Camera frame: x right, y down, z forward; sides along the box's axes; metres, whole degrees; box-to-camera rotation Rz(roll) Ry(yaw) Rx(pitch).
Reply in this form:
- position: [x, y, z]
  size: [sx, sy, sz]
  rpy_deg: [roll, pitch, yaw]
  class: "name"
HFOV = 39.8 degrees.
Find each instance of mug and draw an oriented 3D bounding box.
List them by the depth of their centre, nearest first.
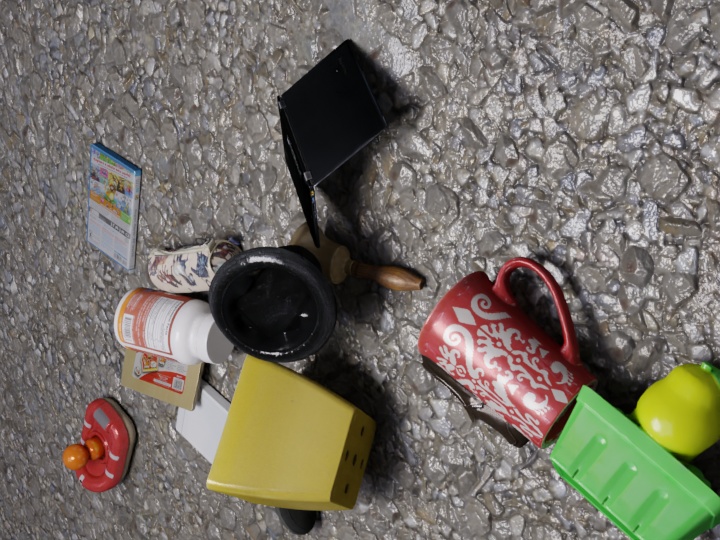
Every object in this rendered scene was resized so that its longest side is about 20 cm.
- position: [0.189, 0.099, 1.222]
  size: [0.200, 0.132, 0.179]
  rpy_deg: [42, 136, 25]
  class: "mug"

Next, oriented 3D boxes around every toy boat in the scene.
- position: [-0.544, 0.365, 2.018]
  size: [0.130, 0.130, 0.202]
  rpy_deg: [40, 127, 28]
  class: "toy boat"

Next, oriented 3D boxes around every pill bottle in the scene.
- position: [-0.317, 0.099, 1.713]
  size: [0.197, 0.112, 0.114]
  rpy_deg: [11, 111, 28]
  class: "pill bottle"

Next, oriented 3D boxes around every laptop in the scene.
- position: [-0.041, -0.176, 1.397]
  size: [0.202, 0.114, 0.189]
  rpy_deg: [87, 167, -51]
  class: "laptop"

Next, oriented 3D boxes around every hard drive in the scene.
- position: [-0.257, 0.290, 1.791]
  size: [0.199, 0.026, 0.134]
  rpy_deg: [34, 124, 31]
  class: "hard drive"

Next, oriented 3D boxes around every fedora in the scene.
- position: [-0.113, 0.032, 1.394]
  size: [0.197, 0.092, 0.203]
  rpy_deg: [10, 126, 14]
  class: "fedora"

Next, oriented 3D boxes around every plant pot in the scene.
- position: [-0.087, 0.259, 1.474]
  size: [0.174, 0.200, 0.203]
  rpy_deg: [13, 75, 19]
  class: "plant pot"

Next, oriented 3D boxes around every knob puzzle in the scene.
- position: [-0.347, 0.132, 1.808]
  size: [0.216, 0.030, 0.224]
  rpy_deg: [-1, 87, 30]
  class: "knob puzzle"

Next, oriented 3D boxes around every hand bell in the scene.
- position: [0.000, 0.000, 1.425]
  size: [0.197, 0.104, 0.106]
  rpy_deg: [14, 113, 28]
  class: "hand bell"

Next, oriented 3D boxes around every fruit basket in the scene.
- position: [0.340, 0.198, 1.135]
  size: [0.212, 0.156, 0.219]
  rpy_deg: [-6, 67, 15]
  class: "fruit basket"

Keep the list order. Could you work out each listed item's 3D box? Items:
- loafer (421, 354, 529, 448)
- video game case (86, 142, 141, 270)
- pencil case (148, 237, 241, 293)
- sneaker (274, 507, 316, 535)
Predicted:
- position: [0.152, 0.168, 1.323]
  size: [0.199, 0.072, 0.072]
  rpy_deg: [38, 124, 29]
  class: "loafer"
- position: [-0.465, -0.120, 1.869]
  size: [0.142, 0.018, 0.203]
  rpy_deg: [30, 123, 35]
  class: "video game case"
- position: [-0.280, -0.009, 1.681]
  size: [0.198, 0.078, 0.090]
  rpy_deg: [-5, 119, 45]
  class: "pencil case"
- position: [-0.097, 0.340, 1.620]
  size: [0.081, 0.073, 0.204]
  rpy_deg: [4, 106, 41]
  class: "sneaker"
